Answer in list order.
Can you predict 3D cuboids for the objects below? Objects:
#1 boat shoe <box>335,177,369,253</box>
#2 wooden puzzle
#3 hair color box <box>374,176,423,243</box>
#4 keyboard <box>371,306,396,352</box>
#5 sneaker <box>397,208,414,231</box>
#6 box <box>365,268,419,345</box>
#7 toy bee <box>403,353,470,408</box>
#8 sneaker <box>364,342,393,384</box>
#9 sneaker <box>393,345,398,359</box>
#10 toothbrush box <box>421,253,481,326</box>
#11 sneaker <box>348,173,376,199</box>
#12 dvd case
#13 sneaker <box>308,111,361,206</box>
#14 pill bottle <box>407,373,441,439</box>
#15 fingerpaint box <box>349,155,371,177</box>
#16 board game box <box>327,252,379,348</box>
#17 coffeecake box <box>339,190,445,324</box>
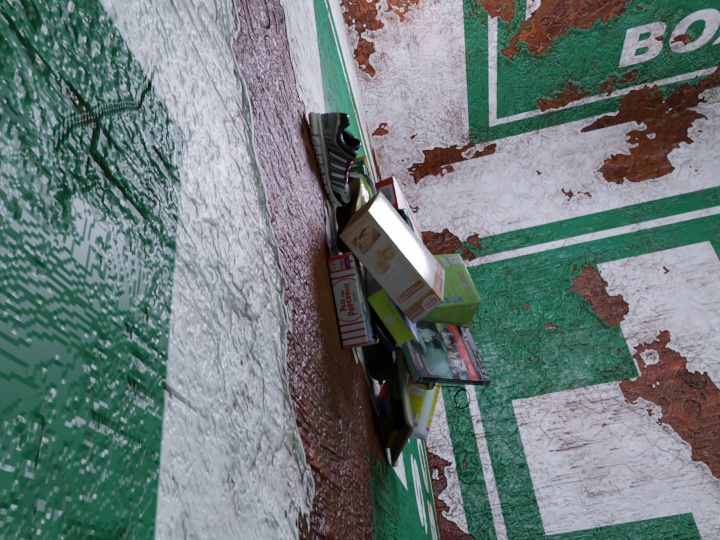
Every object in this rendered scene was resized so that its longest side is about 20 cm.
[{"bbox_3d":[-0.006,-0.100,1.158,0.066,0.073,0.203,33,44,-32],"label":"boat shoe"},{"bbox_3d":[0.072,0.295,1.240,0.202,0.036,0.188,99,-12,-47],"label":"wooden puzzle"},{"bbox_3d":[0.095,-0.118,1.404,0.201,0.063,0.113,54,22,-51],"label":"hair color box"},{"bbox_3d":[0.039,0.096,1.119,0.105,0.039,0.201,54,16,-19],"label":"keyboard"},{"bbox_3d":[0.072,-0.055,1.309,0.202,0.088,0.071,88,-13,-53],"label":"sneaker"},{"bbox_3d":[0.058,0.047,1.098,0.123,0.047,0.201,55,16,-25],"label":"box"},{"bbox_3d":[0.135,0.212,1.236,0.198,0.107,0.134,7,-94,53],"label":"toy bee"},{"bbox_3d":[0.034,0.141,1.238,0.083,0.070,0.205,101,-11,-78],"label":"sneaker"},{"bbox_3d":[0.069,0.174,1.443,0.201,0.080,0.077,53,49,-30],"label":"sneaker"},{"bbox_3d":[0.149,0.049,1.294,0.087,0.195,0.148,108,-29,-46],"label":"toothbrush box"},{"bbox_3d":[-0.001,-0.116,1.263,0.071,0.081,0.204,-31,-106,57],"label":"sneaker"},{"bbox_3d":[0.173,0.171,1.209,0.022,0.196,0.148,-53,-140,36],"label":"dvd case"},{"bbox_3d":[-0.036,-0.210,1.086,0.075,0.085,0.203,-94,171,-51],"label":"sneaker"},{"bbox_3d":[0.137,0.292,1.384,0.105,0.102,0.204,64,41,-65],"label":"pill bottle"},{"bbox_3d":[0.001,-0.166,1.409,0.167,0.072,0.205,-80,159,-72],"label":"fingerpaint box"},{"bbox_3d":[-0.008,0.060,1.043,0.200,0.045,0.155,44,35,-79],"label":"board game box"},{"bbox_3d":[0.064,-0.028,1.032,0.201,0.073,0.154,49,20,-9],"label":"coffeecake box"}]
